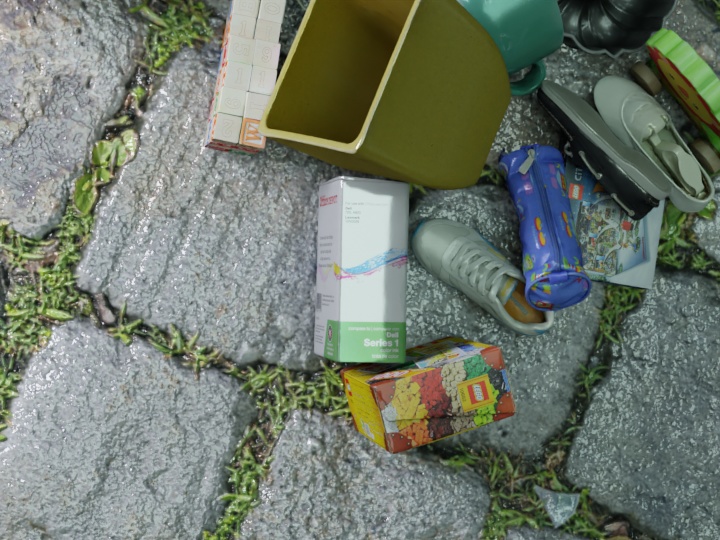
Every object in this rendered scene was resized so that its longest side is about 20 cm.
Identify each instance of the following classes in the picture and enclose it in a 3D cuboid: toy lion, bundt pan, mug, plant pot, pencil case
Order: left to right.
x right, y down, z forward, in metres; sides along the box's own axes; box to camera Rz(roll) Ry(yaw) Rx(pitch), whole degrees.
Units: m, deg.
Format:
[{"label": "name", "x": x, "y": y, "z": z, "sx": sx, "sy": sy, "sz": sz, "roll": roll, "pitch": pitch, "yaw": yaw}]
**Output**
[{"label": "plant pot", "x": 0.046, "y": -0.186, "z": 1.461, "sx": 0.199, "sy": 0.195, "sz": 0.196, "roll": 27, "pitch": 84, "yaw": -38}, {"label": "mug", "x": 0.155, "y": -0.285, "z": 1.571, "sx": 0.113, "sy": 0.152, "sz": 0.187, "roll": -27, "pitch": 96, "yaw": -6}, {"label": "pencil case", "x": 0.213, "y": -0.056, "z": 1.580, "sx": 0.077, "sy": 0.087, "sz": 0.202, "roll": -12, "pitch": 61, "yaw": 7}, {"label": "bundt pan", "x": 0.280, "y": -0.354, "z": 1.624, "sx": 0.199, "sy": 0.076, "sz": 0.205, "roll": -2, "pitch": 95, "yaw": -23}, {"label": "toy lion", "x": 0.401, "y": -0.199, "z": 1.593, "sx": 0.068, "sy": 0.192, "sz": 0.200, "roll": -40, "pitch": 102, "yaw": 5}]

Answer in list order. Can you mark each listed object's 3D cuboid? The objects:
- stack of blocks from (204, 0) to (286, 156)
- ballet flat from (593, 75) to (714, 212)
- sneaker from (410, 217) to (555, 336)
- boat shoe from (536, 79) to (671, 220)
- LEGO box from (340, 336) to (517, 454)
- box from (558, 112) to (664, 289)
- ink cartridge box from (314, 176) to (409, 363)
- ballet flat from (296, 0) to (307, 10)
[{"label": "stack of blocks", "x": -0.127, "y": -0.237, "z": 1.532, "sx": 0.058, "sy": 0.115, "sz": 0.203, "roll": 10, "pitch": 88, "yaw": -11}, {"label": "ballet flat", "x": 0.358, "y": -0.155, "z": 1.619, "sx": 0.069, "sy": 0.069, "sz": 0.201, "roll": -40, "pitch": 98, "yaw": -9}, {"label": "sneaker", "x": 0.149, "y": 0.004, "z": 1.608, "sx": 0.199, "sy": 0.081, "sz": 0.077, "roll": 35, "pitch": 86, "yaw": -9}, {"label": "boat shoe", "x": 0.276, "y": -0.142, "z": 1.603, "sx": 0.200, "sy": 0.074, "sz": 0.060, "roll": 41, "pitch": 120, "yaw": -3}, {"label": "LEGO box", "x": 0.072, "y": 0.136, "z": 1.532, "sx": 0.147, "sy": 0.200, "sz": 0.078, "roll": -16, "pitch": 94, "yaw": -11}, {"label": "box", "x": 0.302, "y": -0.087, "z": 1.660, "sx": 0.135, "sy": 0.038, "sz": 0.203, "roll": 9, "pitch": 89, "yaw": -12}, {"label": "ink cartridge box", "x": 0.000, "y": 0.000, "z": 1.544, "sx": 0.083, "sy": 0.145, "sz": 0.203, "roll": 2, "pitch": 90, "yaw": -12}, {"label": "ballet flat", "x": -0.034, "y": -0.323, "z": 1.581, "sx": 0.199, "sy": 0.069, "sz": 0.071, "roll": 41, "pitch": 101, "yaw": -5}]
